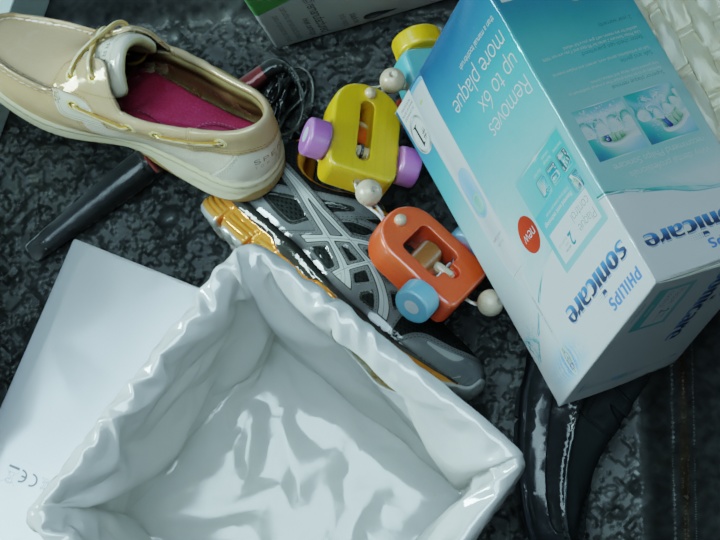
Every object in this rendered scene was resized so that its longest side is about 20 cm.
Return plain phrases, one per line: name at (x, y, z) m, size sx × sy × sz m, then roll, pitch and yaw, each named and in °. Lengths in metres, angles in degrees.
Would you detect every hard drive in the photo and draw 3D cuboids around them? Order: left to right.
hard drive at (-0.148, 0.097, 1.660) m, size 0.132 × 0.025 × 0.200 m, roll 21°, pitch 83°, yaw 13°

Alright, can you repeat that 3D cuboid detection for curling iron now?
curling iron at (-0.114, -0.063, 1.687) m, size 0.200 × 0.026 × 0.050 m, roll -30°, pitch 72°, yaw 3°

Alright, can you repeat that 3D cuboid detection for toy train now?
toy train at (0.042, -0.053, 1.619) m, size 0.150 × 0.056 × 0.200 m, roll 38°, pitch 51°, yaw 1°

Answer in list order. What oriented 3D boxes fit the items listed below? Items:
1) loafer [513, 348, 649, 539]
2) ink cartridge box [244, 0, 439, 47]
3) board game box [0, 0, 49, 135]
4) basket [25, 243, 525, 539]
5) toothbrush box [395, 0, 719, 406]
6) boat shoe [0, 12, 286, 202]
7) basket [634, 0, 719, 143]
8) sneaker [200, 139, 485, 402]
loafer at (0.127, 0.064, 1.597) m, size 0.070 × 0.068 × 0.201 m, roll 2°, pitch 74°, yaw 16°
ink cartridge box at (0.023, -0.211, 1.633) m, size 0.200 × 0.146 × 0.084 m, roll -16°, pitch 76°, yaw 6°
board game box at (-0.294, -0.180, 1.725) m, size 0.200 × 0.064 × 0.148 m, roll 16°, pitch 81°, yaw 13°
basket at (-0.042, 0.124, 1.552) m, size 0.198 × 0.161 × 0.200 m, roll 38°, pitch 85°, yaw 6°
toothbrush box at (0.117, -0.052, 1.522) m, size 0.085 × 0.146 × 0.200 m, roll -19°, pitch 70°, yaw -27°
boat shoe at (-0.133, -0.110, 1.626) m, size 0.200 × 0.069 × 0.074 m, roll 22°, pitch 57°, yaw 10°
basket at (0.206, -0.107, 1.591) m, size 0.135 × 0.123 × 0.200 m, roll -24°, pitch 75°, yaw 3°
sneaker at (0.000, 0.000, 1.631) m, size 0.200 × 0.078 × 0.077 m, roll 41°, pitch 81°, yaw 15°
